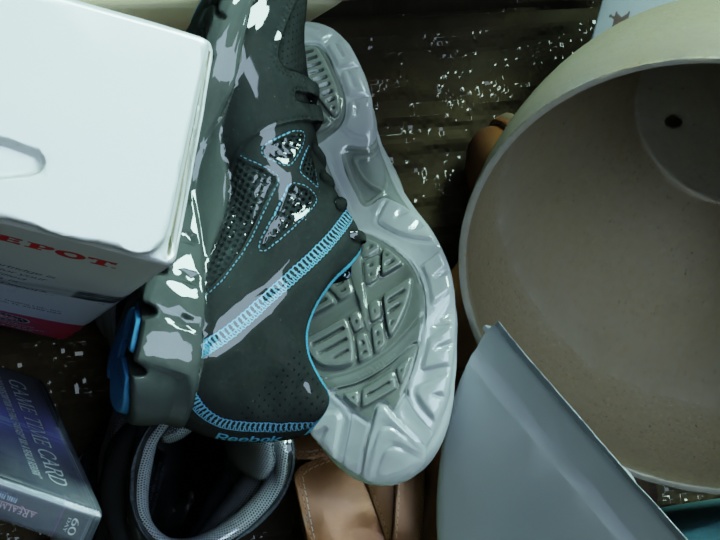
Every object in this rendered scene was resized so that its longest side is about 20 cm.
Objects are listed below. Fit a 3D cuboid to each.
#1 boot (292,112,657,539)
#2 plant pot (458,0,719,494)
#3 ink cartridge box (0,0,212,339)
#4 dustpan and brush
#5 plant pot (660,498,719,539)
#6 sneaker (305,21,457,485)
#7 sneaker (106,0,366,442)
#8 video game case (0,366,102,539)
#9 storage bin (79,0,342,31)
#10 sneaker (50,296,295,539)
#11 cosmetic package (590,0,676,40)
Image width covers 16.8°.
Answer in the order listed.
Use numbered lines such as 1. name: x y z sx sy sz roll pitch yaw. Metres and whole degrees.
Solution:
1. boot: 0.029 0.034 1.057 0.154 0.077 0.201 -13 72 -3
2. plant pot: 0.148 -0.031 0.969 0.200 0.200 0.135 40 35 -15
3. ink cartridge box: -0.149 -0.042 0.893 0.144 0.200 0.085 14 77 -14
4. dustpan and brush: 0.069 0.130 0.967 0.057 0.200 0.140 -11 50 -42
5. plant pot: 0.166 0.166 1.065 0.199 0.141 0.142 -17 90 -31
6. sneaker: 0.000 0.000 0.992 0.078 0.099 0.201 -16 64 6
7. sneaker: -0.039 -0.031 0.926 0.081 0.073 0.201 14 75 -14
8. video game case: -0.200 0.039 0.904 0.199 0.143 0.019 22 100 -22
9. storage bin: -0.117 -0.191 1.000 0.199 0.094 0.200 -4 84 -26
10. sneaker: -0.064 0.041 0.980 0.075 0.114 0.201 17 76 -23
11. cosmetic package: 0.196 -0.104 1.109 0.200 0.074 0.102 29 72 -45
